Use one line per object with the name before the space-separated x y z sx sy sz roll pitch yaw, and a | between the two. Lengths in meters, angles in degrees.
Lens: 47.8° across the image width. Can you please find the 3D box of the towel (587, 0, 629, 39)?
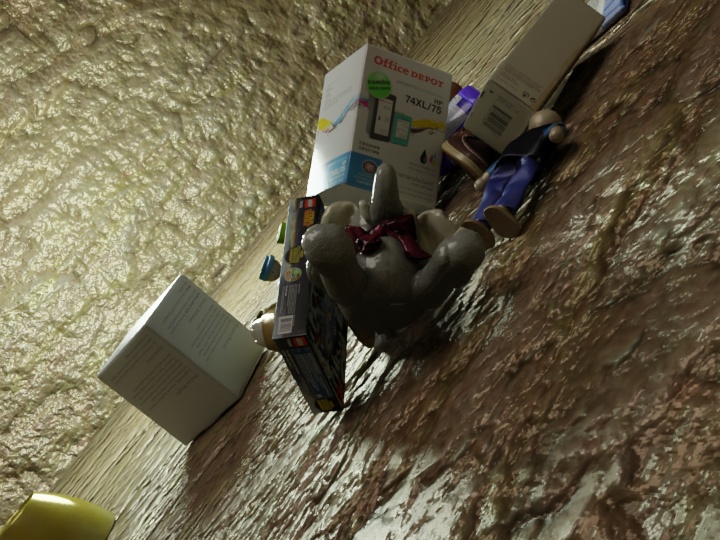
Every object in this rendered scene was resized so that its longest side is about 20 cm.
towel | 0.314 -0.348 1.197 0.200 0.024 0.147 -38 17 41

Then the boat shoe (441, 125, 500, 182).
boat shoe | 0.158 -0.171 1.093 0.072 0.072 0.200 -46 6 16

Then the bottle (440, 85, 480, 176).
bottle | 0.126 -0.192 1.265 0.200 0.065 0.084 -47 32 10

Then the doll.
doll | 0.173 -0.112 0.895 0.136 0.048 0.201 -30 22 54

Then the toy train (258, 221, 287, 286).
toy train | -0.090 -0.055 1.373 0.085 0.115 0.202 -124 54 -78

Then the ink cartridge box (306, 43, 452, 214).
ink cartridge box | 0.026 -0.192 1.174 0.146 0.146 0.202 -12 68 64

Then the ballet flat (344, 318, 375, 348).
ballet flat | 0.044 0.002 0.964 0.068 0.063 0.201 -29 22 51

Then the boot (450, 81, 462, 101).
boot | 0.129 -0.239 1.382 0.200 0.077 0.155 -51 10 -1

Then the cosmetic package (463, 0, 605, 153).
cosmetic package | 0.221 -0.252 1.033 0.200 0.073 0.104 -51 -6 -26

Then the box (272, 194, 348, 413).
box | -0.048 0.035 0.894 0.039 0.137 0.201 -8 47 12

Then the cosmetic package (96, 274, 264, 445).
cosmetic package | -0.305 0.154 1.404 0.165 0.200 0.165 -41 15 29

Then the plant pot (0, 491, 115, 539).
plant pot | -0.553 0.474 1.431 0.200 0.142 0.200 -45 12 12

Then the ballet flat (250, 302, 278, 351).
ballet flat | -0.144 0.096 1.294 0.062 0.069 0.200 -13 5 -3

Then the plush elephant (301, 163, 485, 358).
plush elephant | 0.027 -0.027 0.811 0.201 0.163 0.156 91 177 -56
